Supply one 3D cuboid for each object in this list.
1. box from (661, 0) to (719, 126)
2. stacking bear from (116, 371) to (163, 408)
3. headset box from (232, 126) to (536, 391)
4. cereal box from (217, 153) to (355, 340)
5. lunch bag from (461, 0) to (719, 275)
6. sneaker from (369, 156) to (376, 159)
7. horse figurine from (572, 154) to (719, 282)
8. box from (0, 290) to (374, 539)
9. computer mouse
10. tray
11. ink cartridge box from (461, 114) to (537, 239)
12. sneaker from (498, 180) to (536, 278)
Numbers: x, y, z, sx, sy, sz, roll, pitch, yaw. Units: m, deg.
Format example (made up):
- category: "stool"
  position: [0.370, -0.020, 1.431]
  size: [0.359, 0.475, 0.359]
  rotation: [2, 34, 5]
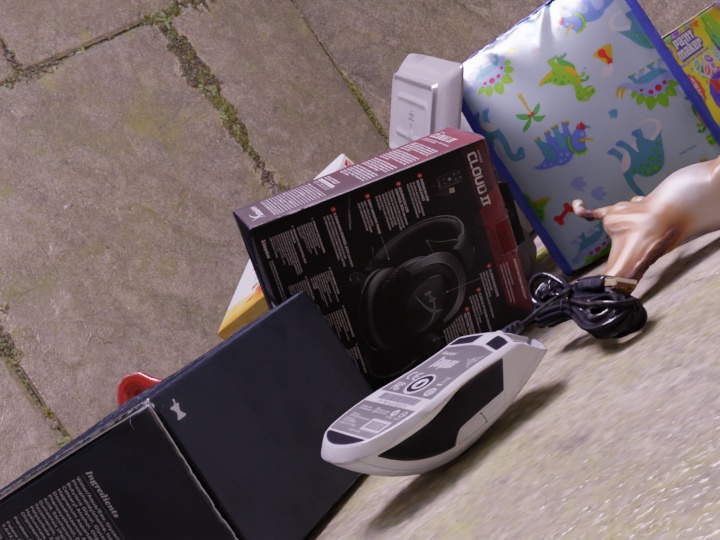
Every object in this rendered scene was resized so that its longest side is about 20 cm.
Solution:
- category: "box"
  position: [0.300, -0.165, 1.225]
  size: [0.193, 0.122, 0.200]
  rotation: [-32, 2, 45]
- category: "stacking bear"
  position: [-0.166, 0.156, 1.295]
  size: [0.121, 0.114, 0.200]
  rotation: [-8, -1, 19]
- category: "headset box"
  position: [0.028, -0.007, 0.845]
  size: [0.200, 0.149, 0.077]
  rotation: [-23, 19, -11]
- category: "cereal box"
  position: [-0.069, -0.021, 1.204]
  size: [0.144, 0.040, 0.200]
  rotation: [-39, 21, 32]
- category: "lunch bag"
  position: [0.189, -0.126, 0.956]
  size: [0.170, 0.200, 0.127]
  rotation: [-34, 2, 16]
- category: "sneaker"
  position: [0.000, 0.000, 1.036]
  size: [0.200, 0.078, 0.085]
  rotation: [-57, -34, -17]
- category: "horse figurine"
  position: [0.215, -0.048, 0.739]
  size: [0.200, 0.050, 0.133]
  rotation: [-27, 16, 13]
- category: "box"
  position: [-0.114, 0.133, 0.739]
  size: [0.197, 0.124, 0.200]
  rotation: [-34, 1, 30]
- category: "computer mouse"
  position: [0.067, 0.063, 0.646]
  size: [0.200, 0.044, 0.110]
  rotation: [-32, 14, -21]
- category: "tray"
  position: [0.052, -0.131, 1.003]
  size: [0.022, 0.108, 0.200]
  rotation: [0, 13, -10]
- category: "ink cartridge box"
  position: [0.128, -0.092, 1.121]
  size: [0.145, 0.084, 0.200]
  rotation: [8, -57, -48]
- category: "sneaker"
  position: [0.102, 0.005, 1.013]
  size: [0.074, 0.116, 0.200]
  rotation: [8, -17, 22]
